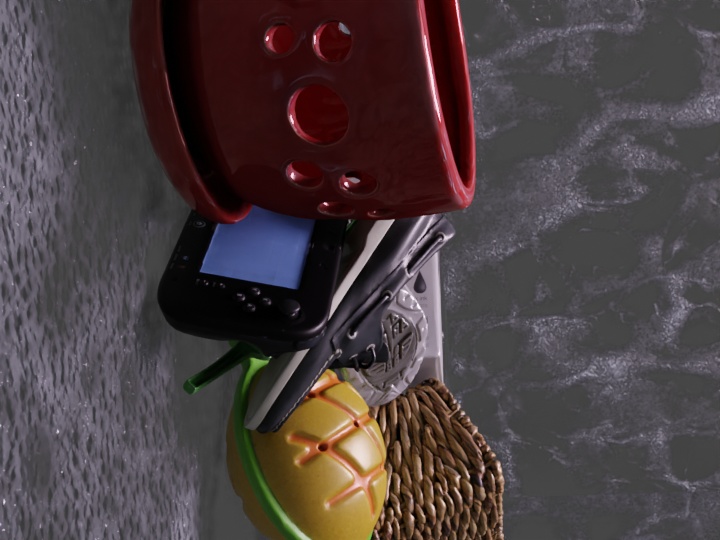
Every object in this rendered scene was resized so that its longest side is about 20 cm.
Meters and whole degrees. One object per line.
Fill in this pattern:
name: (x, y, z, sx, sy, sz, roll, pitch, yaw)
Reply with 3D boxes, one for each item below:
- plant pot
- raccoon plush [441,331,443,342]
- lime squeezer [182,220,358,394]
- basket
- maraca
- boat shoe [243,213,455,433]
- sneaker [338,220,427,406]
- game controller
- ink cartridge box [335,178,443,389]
plant pot: (-0.031, -0.123, 0.687, 0.200, 0.180, 0.204, -10, 90, -78)
raccoon plush: (0.021, 0.122, 1.165, 0.097, 0.132, 0.203, 53, 34, -78)
lime squeezer: (-0.055, 0.032, 0.790, 0.200, 0.038, 0.070, -45, -173, -32)
basket: (0.029, 0.206, 0.978, 0.143, 0.148, 0.201, 53, -19, 40)
maraca: (-0.043, 0.115, 0.822, 0.137, 0.106, 0.202, 29, 37, -47)
boat shoe: (-0.003, 0.033, 0.761, 0.201, 0.066, 0.074, -58, -168, -16)
sneaker: (-0.006, 0.012, 0.905, 0.099, 0.077, 0.202, 39, -35, 58)
game controller: (-0.064, -0.015, 0.732, 0.201, 0.103, 0.043, -81, -170, -59)
ink cartridge box: (0.000, 0.000, 1.021, 0.084, 0.142, 0.203, 79, 9, -64)
